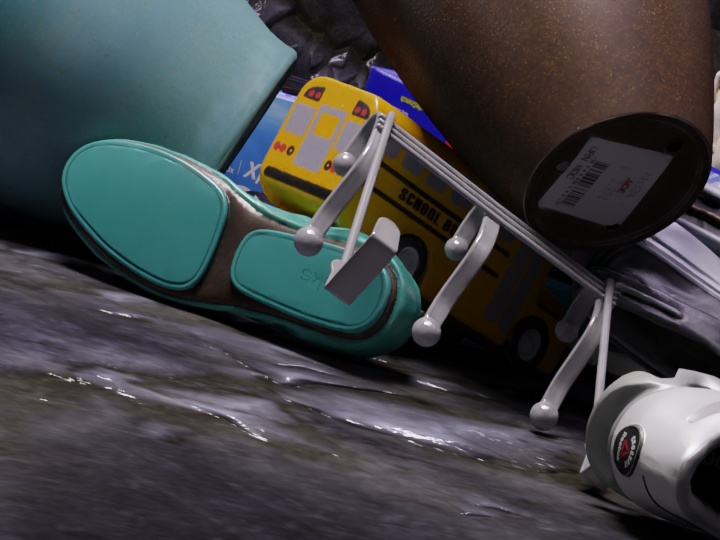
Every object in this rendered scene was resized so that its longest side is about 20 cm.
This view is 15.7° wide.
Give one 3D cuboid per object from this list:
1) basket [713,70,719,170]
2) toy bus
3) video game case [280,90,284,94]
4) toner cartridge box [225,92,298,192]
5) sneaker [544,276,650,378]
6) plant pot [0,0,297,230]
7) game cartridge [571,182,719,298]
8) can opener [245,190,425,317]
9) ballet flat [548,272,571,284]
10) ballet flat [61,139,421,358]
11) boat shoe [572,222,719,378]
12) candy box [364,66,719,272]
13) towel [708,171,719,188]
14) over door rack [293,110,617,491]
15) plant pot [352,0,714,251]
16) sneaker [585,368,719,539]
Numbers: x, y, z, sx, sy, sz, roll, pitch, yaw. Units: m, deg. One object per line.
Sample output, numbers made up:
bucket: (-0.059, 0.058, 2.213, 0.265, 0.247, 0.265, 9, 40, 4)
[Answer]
basket: (0.281, -0.031, 1.702, 0.135, 0.202, 0.123, 19, 12, 27)
toy bus: (0.036, -0.018, 1.325, 0.065, 0.079, 0.200, 22, -8, 46)
video game case: (-0.163, -0.120, 1.593, 0.199, 0.018, 0.143, -9, -32, 36)
toner cartridge box: (-0.099, -0.069, 1.528, 0.198, 0.096, 0.043, 15, 6, -5)
sneaker: (0.162, 0.022, 1.460, 0.198, 0.080, 0.078, 14, 6, -14)
plant pot: (-0.143, -0.109, 1.349, 0.187, 0.201, 0.200, 35, 6, -2)
game cartridge: (0.195, 0.019, 1.341, 0.199, 0.134, 0.042, 27, 54, 24)
can opener: (0.000, 0.000, 1.438, 0.199, 0.053, 0.066, 12, -28, -44)
ballet flat: (0.133, 0.007, 1.614, 0.066, 0.057, 0.200, 15, 6, -28)
ballet flat: (-0.055, -0.004, 1.253, 0.199, 0.068, 0.070, 22, -7, 26)
boat shoe: (0.189, 0.056, 1.288, 0.199, 0.071, 0.072, 36, -29, 8)
candy box: (0.118, -0.055, 1.594, 0.199, 0.078, 0.169, 5, 18, -44)
towel: (0.175, -0.036, 1.437, 0.199, 0.024, 0.145, 31, 18, 18)
over door rack: (0.045, 0.016, 1.129, 0.147, 0.067, 0.200, 36, 16, -10)
plant pot: (0.096, -0.113, 1.272, 0.186, 0.187, 0.201, 12, 42, -30)
sneaker: (0.193, 0.089, 1.019, 0.198, 0.075, 0.089, 5, 12, -16)
